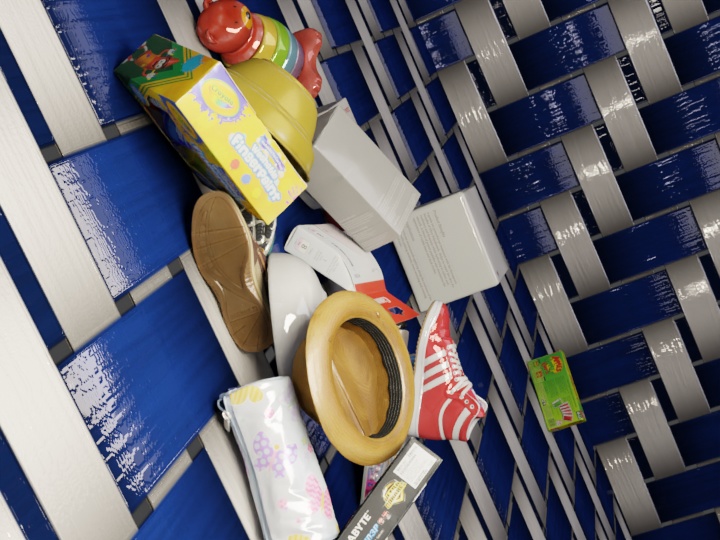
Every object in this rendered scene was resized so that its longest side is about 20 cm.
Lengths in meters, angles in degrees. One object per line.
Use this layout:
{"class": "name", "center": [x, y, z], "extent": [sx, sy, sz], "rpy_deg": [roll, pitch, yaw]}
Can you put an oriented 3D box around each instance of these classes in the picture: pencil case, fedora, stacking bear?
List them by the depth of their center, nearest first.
{"class": "pencil case", "center": [-0.090, 0.216, 1.223], "extent": [0.091, 0.083, 0.200], "rpy_deg": [-10, 78, -55]}
{"class": "fedora", "center": [-0.019, 0.126, 1.271], "extent": [0.200, 0.082, 0.201], "rpy_deg": [19, 65, -46]}
{"class": "stacking bear", "center": [-0.159, -0.334, 1.641], "extent": [0.200, 0.114, 0.122], "rpy_deg": [25, 59, -52]}

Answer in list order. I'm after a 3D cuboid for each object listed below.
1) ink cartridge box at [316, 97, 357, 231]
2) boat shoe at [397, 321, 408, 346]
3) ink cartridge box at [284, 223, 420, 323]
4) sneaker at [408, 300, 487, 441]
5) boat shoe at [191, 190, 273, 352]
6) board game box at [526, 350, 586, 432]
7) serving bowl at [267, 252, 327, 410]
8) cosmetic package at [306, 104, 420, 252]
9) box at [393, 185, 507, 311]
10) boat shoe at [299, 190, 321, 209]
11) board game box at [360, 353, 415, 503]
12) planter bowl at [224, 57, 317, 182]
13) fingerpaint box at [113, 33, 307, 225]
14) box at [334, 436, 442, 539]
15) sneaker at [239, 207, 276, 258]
{"class": "ink cartridge box", "center": [-0.035, -0.180, 1.884], "extent": [0.200, 0.083, 0.147], "rpy_deg": [66, 17, -12]}
{"class": "boat shoe", "center": [0.011, 0.166, 1.649], "extent": [0.075, 0.093, 0.200], "rpy_deg": [24, 75, -74]}
{"class": "ink cartridge box", "center": [0.000, 0.000, 1.658], "extent": [0.200, 0.057, 0.163], "rpy_deg": [30, 10, 13]}
{"class": "sneaker", "center": [0.134, 0.148, 1.593], "extent": [0.071, 0.112, 0.200], "rpy_deg": [8, 91, -72]}
{"class": "boat shoe", "center": [-0.147, -0.003, 1.341], "extent": [0.072, 0.072, 0.200], "rpy_deg": [-62, 133, -73]}
{"class": "board game box", "center": [0.537, 0.331, 3.042], "extent": [0.048, 0.101, 0.200], "rpy_deg": [35, 37, -64]}
{"class": "serving bowl", "center": [-0.069, 0.073, 1.376], "extent": [0.200, 0.066, 0.200], "rpy_deg": [172, -90, -90]}
{"class": "cosmetic package", "center": [-0.012, -0.138, 1.677], "extent": [0.200, 0.090, 0.107], "rpy_deg": [45, 47, -18]}
{"class": "box", "center": [0.179, -0.049, 2.246], "extent": [0.199, 0.171, 0.200], "rpy_deg": [68, 17, -3]}
{"class": "boat shoe", "center": [-0.086, -0.158, 1.726], "extent": [0.200, 0.066, 0.070], "rpy_deg": [46, 27, -53]}
{"class": "board game box", "center": [0.051, 0.228, 1.598], "extent": [0.200, 0.026, 0.200], "rpy_deg": [-2, 99, -73]}
{"class": "planter bowl", "center": [-0.116, -0.206, 1.393], "extent": [0.200, 0.083, 0.200], "rpy_deg": [39, -7, 6]}
{"class": "fingerpaint box", "center": [-0.176, -0.165, 1.300], "extent": [0.167, 0.073, 0.200], "rpy_deg": [31, -18, 48]}
{"class": "box", "center": [0.026, 0.275, 1.289], "extent": [0.046, 0.159, 0.200], "rpy_deg": [36, -10, 7]}
{"class": "sneaker", "center": [-0.136, -0.071, 1.454], "extent": [0.200, 0.077, 0.080], "rpy_deg": [-94, 165, -45]}
